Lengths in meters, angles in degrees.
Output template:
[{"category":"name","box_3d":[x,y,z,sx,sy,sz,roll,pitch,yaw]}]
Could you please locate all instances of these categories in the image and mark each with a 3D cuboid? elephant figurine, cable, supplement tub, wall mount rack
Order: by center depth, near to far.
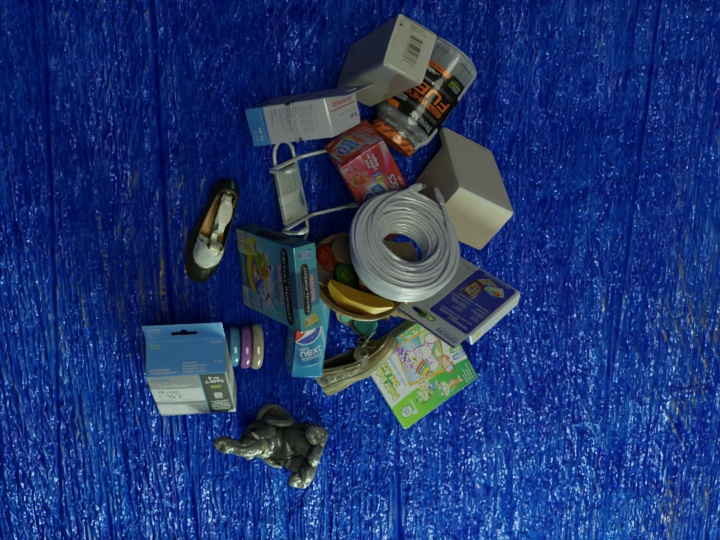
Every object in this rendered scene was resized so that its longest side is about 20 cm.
[{"category":"cable","box_3d":[0.074,-0.044,1.328,0.198,0.069,0.201,-12,68,-22]},{"category":"supplement tub","box_3d":[0.112,-0.316,1.416,0.122,0.123,0.201,34,93,-25]},{"category":"wall mount rack","box_3d":[-0.088,-0.151,1.426,0.173,0.074,0.202,-34,122,-48]},{"category":"elephant figurine","box_3d":[-0.170,0.330,1.514,0.198,0.155,0.142,19,63,2]}]

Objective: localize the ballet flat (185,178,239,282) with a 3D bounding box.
[{"category":"ballet flat","box_3d":[-0.267,-0.067,1.386,0.067,0.068,0.202,14,101,-23]}]

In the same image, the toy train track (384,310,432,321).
[{"category":"toy train track","box_3d":[0.088,0.076,1.521,0.198,0.115,0.033,18,68,12]}]

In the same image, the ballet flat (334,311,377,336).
[{"category":"ballet flat","box_3d":[-0.021,0.069,1.471,0.071,0.071,0.200,-41,152,-4]}]

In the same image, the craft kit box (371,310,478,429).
[{"category":"craft kit box","box_3d":[0.123,0.199,1.618,0.197,0.049,0.201,-33,114,-5]}]

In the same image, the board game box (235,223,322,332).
[{"category":"board game box","box_3d":[-0.149,0.009,1.377,0.047,0.199,0.152,-17,112,-34]}]

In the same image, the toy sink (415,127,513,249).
[{"category":"toy sink","box_3d":[0.191,-0.157,1.484,0.130,0.201,0.112,21,128,-25]}]

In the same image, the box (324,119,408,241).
[{"category":"box","box_3d":[0.027,-0.160,1.415,0.095,0.100,0.201,-32,129,1]}]

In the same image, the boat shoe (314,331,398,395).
[{"category":"boat shoe","box_3d":[-0.013,0.178,1.513,0.199,0.073,0.063,-35,102,24]}]

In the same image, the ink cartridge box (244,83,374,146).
[{"category":"ink cartridge box","box_3d":[-0.079,-0.265,1.311,0.198,0.116,0.068,-2,112,27]}]

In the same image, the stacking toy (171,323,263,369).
[{"category":"stacking toy","box_3d":[-0.284,0.142,1.440,0.198,0.085,0.086,1,106,-15]}]

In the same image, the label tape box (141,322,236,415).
[{"category":"label tape box","box_3d":[-0.306,0.181,1.382,0.143,0.064,0.201,-3,139,-2]}]

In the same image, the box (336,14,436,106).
[{"category":"box","box_3d":[0.040,-0.356,1.328,0.077,0.200,0.096,21,83,-23]}]

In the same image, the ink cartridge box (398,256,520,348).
[{"category":"ink cartridge box","box_3d":[0.167,0.057,1.476,0.199,0.197,0.047,-36,143,-29]}]

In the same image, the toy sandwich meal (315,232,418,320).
[{"category":"toy sandwich meal","box_3d":[0.009,0.000,1.364,0.203,0.207,0.070,1,147,-20]}]

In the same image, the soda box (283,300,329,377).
[{"category":"soda box","box_3d":[-0.102,0.101,1.495,0.064,0.068,0.202,2,105,-20]}]
